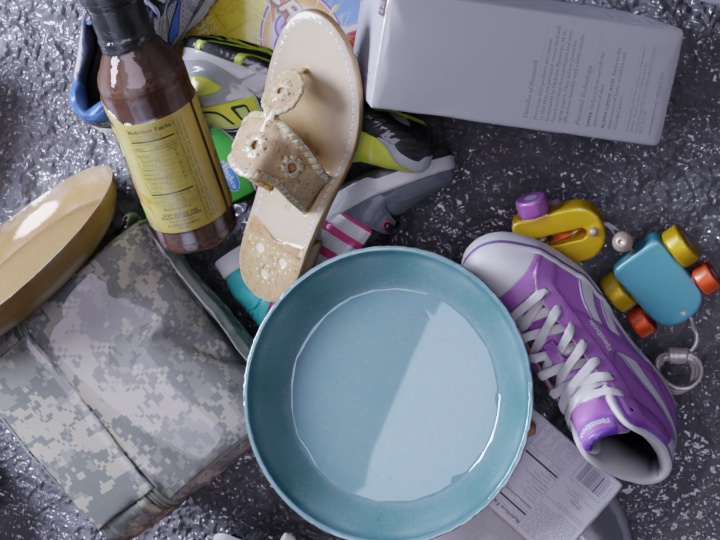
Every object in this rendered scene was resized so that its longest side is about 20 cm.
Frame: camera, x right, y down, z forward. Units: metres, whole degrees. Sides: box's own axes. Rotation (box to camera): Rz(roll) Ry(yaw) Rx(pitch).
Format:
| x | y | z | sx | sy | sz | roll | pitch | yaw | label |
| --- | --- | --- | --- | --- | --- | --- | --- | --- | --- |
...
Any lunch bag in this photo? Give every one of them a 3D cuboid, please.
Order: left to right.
| x | y | z | sx | sy | sz | roll | pitch | yaw | label |
| --- | --- | --- | --- | --- | --- | --- | --- | --- | --- |
| -0.160 | 0.079 | 0.938 | 0.168 | 0.139 | 0.200 | -39 | 88 | 20 | lunch bag |

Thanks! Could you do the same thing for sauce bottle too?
| x | y | z | sx | sy | sz | roll | pitch | yaw | label |
| --- | --- | --- | --- | --- | --- | --- | --- | --- | --- |
| -0.140 | -0.109 | 0.854 | 0.064 | 0.065 | 0.201 | -8 | 122 | 12 | sauce bottle |

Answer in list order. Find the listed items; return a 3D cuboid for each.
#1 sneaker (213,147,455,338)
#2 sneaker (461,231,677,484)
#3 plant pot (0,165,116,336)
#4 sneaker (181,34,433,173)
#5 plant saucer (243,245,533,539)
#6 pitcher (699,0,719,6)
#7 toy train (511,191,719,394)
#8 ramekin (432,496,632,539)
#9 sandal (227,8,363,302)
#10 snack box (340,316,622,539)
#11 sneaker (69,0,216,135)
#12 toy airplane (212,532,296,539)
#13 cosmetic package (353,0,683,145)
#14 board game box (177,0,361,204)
| x | y | z | sx | sy | sz | roll | pitch | yaw | label |
| --- | --- | --- | --- | --- | --- | --- | --- | --- | --- |
| 0.000 | 0.000 | 0.925 | 0.200 | 0.084 | 0.121 | -27 | 89 | 17 | sneaker |
| 0.145 | 0.062 | 0.846 | 0.200 | 0.114 | 0.073 | 42 | 115 | -8 | sneaker |
| -0.254 | -0.002 | 0.928 | 0.200 | 0.200 | 0.028 | -32 | 114 | 14 | plant pot |
| -0.041 | -0.105 | 0.890 | 0.199 | 0.075 | 0.077 | 23 | 109 | 18 | sneaker |
| 0.020 | 0.085 | 0.853 | 0.199 | 0.036 | 0.201 | -2 | 82 | 12 | plant saucer |
| 0.282 | -0.249 | 0.830 | 0.199 | 0.121 | 0.172 | 24 | 82 | -4 | pitcher |
| 0.158 | 0.016 | 0.916 | 0.199 | 0.056 | 0.151 | 11 | 115 | 5 | toy train |
| 0.102 | 0.228 | 0.930 | 0.200 | 0.098 | 0.201 | 2 | 98 | 11 | ramekin |
| -0.056 | -0.062 | 0.827 | 0.077 | 0.070 | 0.212 | 27 | 124 | 22 | sandal |
| 0.082 | 0.110 | 0.871 | 0.200 | 0.024 | 0.072 | 41 | 85 | 14 | snack box |
| -0.153 | -0.188 | 0.887 | 0.077 | 0.085 | 0.201 | 22 | 101 | 8 | sneaker |
| -0.084 | 0.263 | 0.903 | 0.199 | 0.199 | 0.142 | 7 | 65 | 39 | toy airplane |
| 0.099 | -0.144 | 0.840 | 0.199 | 0.113 | 0.081 | 5 | 107 | -8 | cosmetic package |
| -0.047 | -0.162 | 0.935 | 0.200 | 0.040 | 0.153 | -28 | 92 | 14 | board game box |
